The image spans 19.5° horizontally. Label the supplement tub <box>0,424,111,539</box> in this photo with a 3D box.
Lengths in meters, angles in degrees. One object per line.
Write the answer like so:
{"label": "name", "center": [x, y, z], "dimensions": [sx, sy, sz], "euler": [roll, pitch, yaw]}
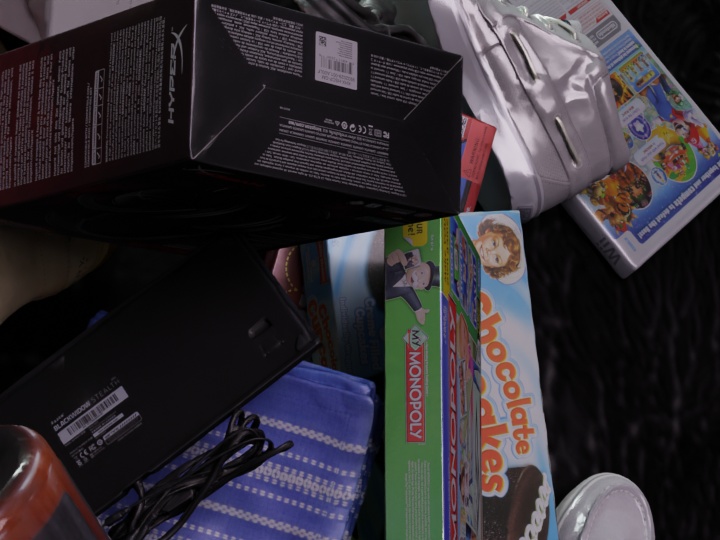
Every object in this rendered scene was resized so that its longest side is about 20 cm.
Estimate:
{"label": "supplement tub", "center": [-0.125, 0.168, 0.847], "dimensions": [0.107, 0.106, 0.201], "euler": [-50, 121, -41]}

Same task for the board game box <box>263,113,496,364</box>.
{"label": "board game box", "center": [0.000, 0.000, 1.105], "dimensions": [0.102, 0.019, 0.201], "euler": [21, 77, -20]}

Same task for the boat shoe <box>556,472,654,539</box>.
{"label": "boat shoe", "center": [0.124, 0.184, 1.095], "dimensions": [0.072, 0.068, 0.201], "euler": [37, 50, -10]}

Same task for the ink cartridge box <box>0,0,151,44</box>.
{"label": "ink cartridge box", "center": [-0.112, -0.176, 1.022], "dimensions": [0.116, 0.068, 0.199], "euler": [29, 34, 32]}

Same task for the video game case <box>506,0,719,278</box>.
{"label": "video game case", "center": [0.140, -0.107, 1.307], "dimensions": [0.200, 0.018, 0.143], "euler": [51, 49, 2]}

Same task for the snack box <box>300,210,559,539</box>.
{"label": "snack box", "center": [0.037, 0.072, 1.080], "dimensions": [0.115, 0.037, 0.202], "euler": [-4, 83, -26]}

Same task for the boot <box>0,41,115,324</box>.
{"label": "boot", "center": [-0.218, -0.054, 0.986], "dimensions": [0.200, 0.073, 0.155], "euler": [52, 31, -5]}

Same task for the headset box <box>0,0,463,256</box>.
{"label": "headset box", "center": [-0.074, -0.057, 0.934], "dimensions": [0.148, 0.199, 0.078], "euler": [10, 76, -41]}

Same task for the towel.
{"label": "towel", "center": [-0.080, 0.129, 0.934], "dimensions": [0.144, 0.024, 0.201], "euler": [15, 84, 5]}

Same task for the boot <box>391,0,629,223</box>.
{"label": "boot", "center": [0.083, -0.132, 1.234], "dimensions": [0.095, 0.074, 0.201], "euler": [-24, 89, -21]}

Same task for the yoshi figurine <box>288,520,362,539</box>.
{"label": "yoshi figurine", "center": [-0.043, 0.120, 1.001], "dimensions": [0.112, 0.112, 0.201], "euler": [-29, 89, -50]}

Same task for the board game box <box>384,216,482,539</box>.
{"label": "board game box", "center": [0.035, 0.073, 0.980], "dimensions": [0.029, 0.135, 0.201], "euler": [-2, 76, 9]}

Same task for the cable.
{"label": "cable", "center": [0.000, -0.118, 1.136], "dimensions": [0.097, 0.050, 0.200], "euler": [48, 13, -4]}

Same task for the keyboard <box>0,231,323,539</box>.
{"label": "keyboard", "center": [-0.105, 0.079, 0.923], "dimensions": [0.200, 0.040, 0.104], "euler": [-37, 64, -1]}
